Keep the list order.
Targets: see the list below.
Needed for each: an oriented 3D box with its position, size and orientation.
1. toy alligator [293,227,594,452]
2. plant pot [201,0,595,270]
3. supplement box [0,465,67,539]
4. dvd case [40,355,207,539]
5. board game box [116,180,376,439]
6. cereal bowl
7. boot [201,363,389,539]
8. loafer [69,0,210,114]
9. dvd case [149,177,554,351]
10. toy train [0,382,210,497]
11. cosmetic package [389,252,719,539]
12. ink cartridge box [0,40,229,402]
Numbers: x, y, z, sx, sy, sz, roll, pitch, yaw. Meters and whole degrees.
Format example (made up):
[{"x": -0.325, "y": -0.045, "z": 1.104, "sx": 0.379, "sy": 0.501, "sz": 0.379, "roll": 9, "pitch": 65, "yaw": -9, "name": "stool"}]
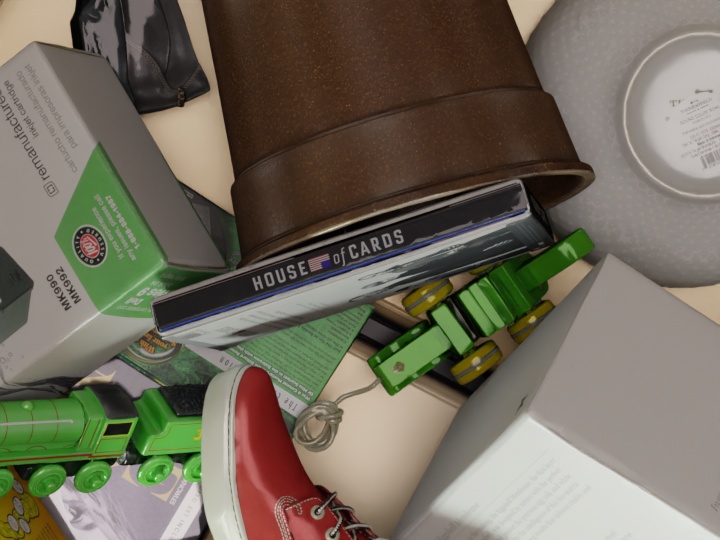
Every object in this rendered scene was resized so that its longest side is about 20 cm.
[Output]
[{"x": 0.046, "y": 0.036, "z": 1.437, "sx": 0.200, "sy": 0.054, "sz": 0.059, "roll": -35, "pitch": 91, "yaw": 4, "name": "toy alligator"}, {"x": 0.005, "y": -0.115, "z": 1.367, "sx": 0.200, "sy": 0.200, "sz": 0.198, "roll": -15, "pitch": 82, "yaw": -3, "name": "plant pot"}, {"x": -0.224, "y": 0.192, "z": 1.337, "sx": 0.109, "sy": 0.200, "sz": 0.110, "roll": -30, "pitch": 99, "yaw": 12, "name": "supplement box"}, {"x": -0.181, "y": 0.108, "z": 1.443, "sx": 0.200, "sy": 0.016, "sz": 0.149, "roll": 31, "pitch": 89, "yaw": -4, "name": "dvd case"}, {"x": -0.102, "y": 0.011, "z": 1.436, "sx": 0.200, "sy": 0.023, "sz": 0.105, "roll": 34, "pitch": 79, "yaw": -3, "name": "board game box"}, {"x": 0.187, "y": -0.088, "z": 1.428, "sx": 0.200, "sy": 0.083, "sz": 0.200, "roll": 0, "pitch": 91, "yaw": -4, "name": "cereal bowl"}, {"x": -0.002, "y": 0.140, "z": 1.351, "sx": 0.144, "sy": 0.072, "sz": 0.200, "roll": -9, "pitch": 101, "yaw": 23, "name": "boot"}, {"x": -0.130, "y": -0.185, "z": 1.416, "sx": 0.072, "sy": 0.073, "sz": 0.200, "roll": -8, "pitch": 102, "yaw": -12, "name": "loafer"}, {"x": 0.000, "y": 0.000, "z": 1.340, "sx": 0.200, "sy": 0.150, "sz": 0.025, "roll": -17, "pitch": 83, "yaw": 7, "name": "dvd case"}, {"x": -0.152, "y": 0.089, "z": 1.355, "sx": 0.200, "sy": 0.042, "sz": 0.056, "roll": -1, "pitch": 130, "yaw": -39, "name": "toy train"}, {"x": 0.151, "y": 0.126, "z": 1.360, "sx": 0.200, "sy": 0.199, "sz": 0.123, "roll": 32, "pitch": 55, "yaw": -5, "name": "cosmetic package"}, {"x": -0.195, "y": -0.005, "z": 1.361, "sx": 0.200, "sy": 0.084, "sz": 0.146, "roll": -36, "pitch": 76, "yaw": 17, "name": "ink cartridge box"}]
